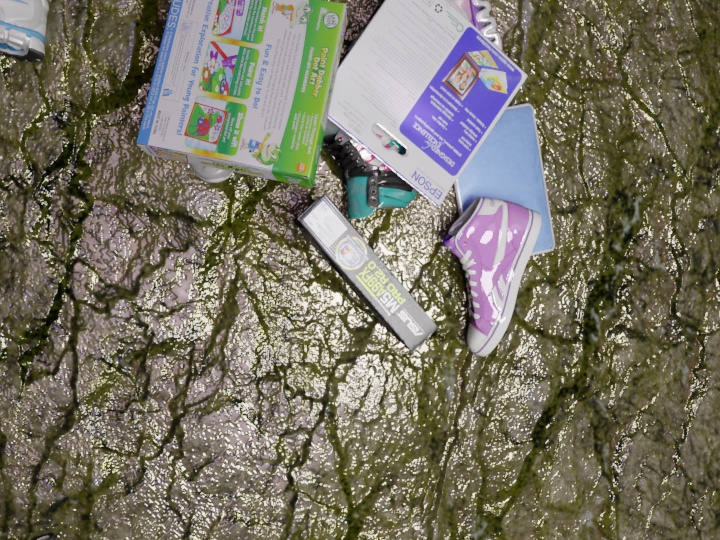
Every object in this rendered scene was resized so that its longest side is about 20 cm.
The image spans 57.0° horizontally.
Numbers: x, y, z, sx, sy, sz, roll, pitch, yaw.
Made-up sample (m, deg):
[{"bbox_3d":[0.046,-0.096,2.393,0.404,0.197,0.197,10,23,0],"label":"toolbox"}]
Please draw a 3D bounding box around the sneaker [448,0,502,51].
[{"bbox_3d":[0.112,-0.349,0.844,0.087,0.081,0.204,-18,97,2],"label":"sneaker"}]

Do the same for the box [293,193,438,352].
[{"bbox_3d":[0.000,0.000,0.808,0.044,0.160,0.201,-41,98,-4],"label":"box"}]

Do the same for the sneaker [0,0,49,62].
[{"bbox_3d":[-0.465,-0.317,0.783,0.196,0.075,0.089,14,82,-13],"label":"sneaker"}]

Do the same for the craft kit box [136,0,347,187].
[{"bbox_3d":[-0.127,-0.211,0.732,0.193,0.049,0.205,11,82,6],"label":"craft kit box"}]

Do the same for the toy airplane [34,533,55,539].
[{"bbox_3d":[-0.464,0.404,0.786,0.198,0.141,0.202,30,90,-8],"label":"toy airplane"}]

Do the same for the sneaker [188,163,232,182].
[{"bbox_3d":[-0.203,-0.208,0.808,0.073,0.082,0.204,-15,95,-5],"label":"sneaker"}]

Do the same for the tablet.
[{"bbox_3d":[0.189,-0.114,0.898,0.127,0.014,0.205,-12,96,-6],"label":"tablet"}]

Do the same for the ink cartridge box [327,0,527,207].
[{"bbox_3d":[0.071,-0.215,0.796,0.197,0.043,0.202,36,86,-14],"label":"ink cartridge box"}]

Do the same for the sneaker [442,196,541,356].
[{"bbox_3d":[0.149,0.005,0.865,0.112,0.073,0.205,14,97,-11],"label":"sneaker"}]

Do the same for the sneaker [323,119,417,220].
[{"bbox_3d":[-0.008,-0.128,0.833,0.196,0.083,0.123,18,86,-19],"label":"sneaker"}]
